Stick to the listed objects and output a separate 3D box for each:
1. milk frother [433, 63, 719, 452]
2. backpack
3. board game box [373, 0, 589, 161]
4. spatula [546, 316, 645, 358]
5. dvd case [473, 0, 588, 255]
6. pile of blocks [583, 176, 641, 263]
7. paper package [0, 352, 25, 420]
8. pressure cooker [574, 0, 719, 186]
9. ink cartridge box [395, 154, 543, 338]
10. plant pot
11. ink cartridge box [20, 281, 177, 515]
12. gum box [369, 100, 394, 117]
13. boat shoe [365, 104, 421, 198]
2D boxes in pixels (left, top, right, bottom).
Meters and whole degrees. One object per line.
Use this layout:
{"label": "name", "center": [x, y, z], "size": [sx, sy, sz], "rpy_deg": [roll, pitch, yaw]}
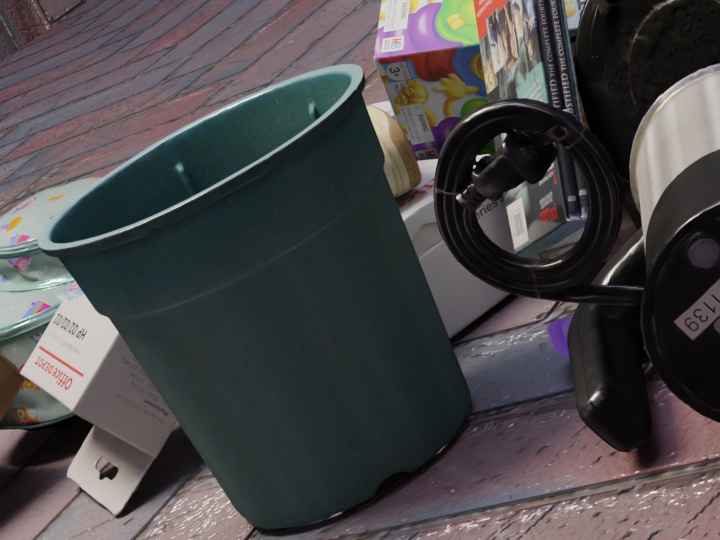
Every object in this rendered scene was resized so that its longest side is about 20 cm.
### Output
{"label": "milk frother", "center": [0.143, -0.037, 1.064], "size": [0.179, 0.201, 0.188], "rpy_deg": [-27, 18, 15]}
{"label": "backpack", "center": [-0.201, 0.023, 1.589], "size": [0.200, 0.154, 0.175], "rpy_deg": [-40, 24, -28]}
{"label": "board game box", "center": [0.120, -0.148, 1.430], "size": [0.198, 0.103, 0.105], "rpy_deg": [-7, 46, 16]}
{"label": "spatula", "center": [0.196, 0.005, 1.192], "size": [0.199, 0.021, 0.057], "rpy_deg": [-25, 22, 7]}
{"label": "dvd case", "center": [0.097, -0.117, 1.291], "size": [0.022, 0.202, 0.146], "rpy_deg": [-6, -7, -9]}
{"label": "pile of blocks", "center": [0.156, -0.052, 1.334], "size": [0.062, 0.083, 0.200], "rpy_deg": [-27, 15, 4]}
{"label": "paper package", "center": [-0.343, 0.120, 1.484], "size": [0.190, 0.103, 0.201], "rpy_deg": [-6, 47, 55]}
{"label": "pressure cooker", "center": [0.234, -0.128, 1.254], "size": [0.175, 0.180, 0.199], "rpy_deg": [18, 26, 33]}
{"label": "ink cartridge box", "center": [0.000, 0.000, 1.427], "size": [0.145, 0.088, 0.199], "rpy_deg": [-36, 15, -27]}
{"label": "plant pot", "center": [-0.045, 0.021, 1.223], "size": [0.199, 0.197, 0.200], "rpy_deg": [-25, 16, 8]}
{"label": "ink cartridge box", "center": [-0.144, 0.041, 1.400], "size": [0.201, 0.068, 0.115], "rpy_deg": [-61, 26, -5]}
{"label": "gum box", "center": [0.028, -0.080, 1.676], "size": [0.113, 0.067, 0.199], "rpy_deg": [-37, 18, -34]}
{"label": "boat shoe", "center": [-0.031, -0.074, 1.421], "size": [0.064, 0.072, 0.200], "rpy_deg": [-31, 17, -16]}
